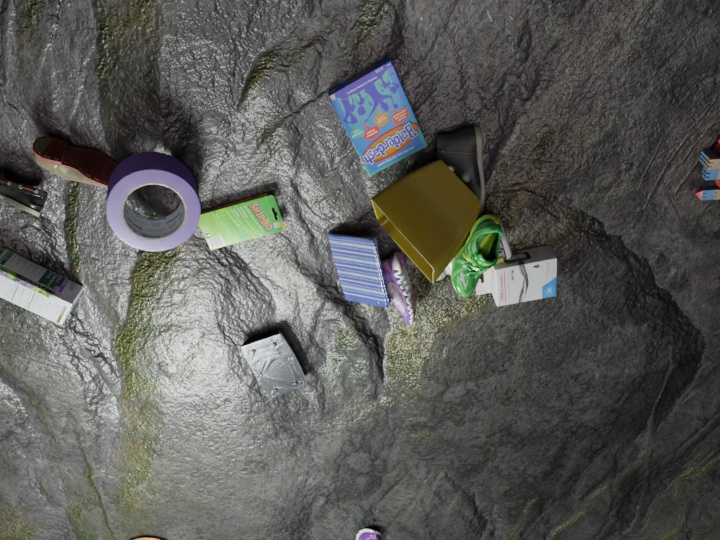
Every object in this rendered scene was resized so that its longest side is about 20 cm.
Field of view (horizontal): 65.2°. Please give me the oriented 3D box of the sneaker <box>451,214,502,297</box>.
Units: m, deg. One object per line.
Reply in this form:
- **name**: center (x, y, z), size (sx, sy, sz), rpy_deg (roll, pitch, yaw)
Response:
- **sneaker**: center (0.260, -0.025, 1.265), size (0.072, 0.084, 0.205), rpy_deg (12, 116, -13)

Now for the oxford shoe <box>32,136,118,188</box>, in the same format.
- **oxford shoe**: center (-0.616, -0.227, 1.245), size (0.196, 0.072, 0.074), rpy_deg (25, 149, -23)

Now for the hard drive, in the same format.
- **hard drive**: center (-0.235, 0.257, 1.563), size (0.131, 0.043, 0.204), rpy_deg (-18, 121, 8)

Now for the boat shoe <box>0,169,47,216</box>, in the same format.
- **boat shoe**: center (-0.796, -0.190, 1.250), size (0.197, 0.074, 0.065), rpy_deg (25, 83, -6)

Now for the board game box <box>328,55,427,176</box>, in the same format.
- **board game box**: center (0.040, -0.329, 1.219), size (0.149, 0.045, 0.202), rpy_deg (-25, 120, 12)

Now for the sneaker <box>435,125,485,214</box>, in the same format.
- **sneaker**: center (0.227, -0.222, 1.286), size (0.103, 0.075, 0.206), rpy_deg (-7, 113, 7)

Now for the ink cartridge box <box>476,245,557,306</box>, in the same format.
- **ink cartridge box**: center (0.395, 0.018, 1.438), size (0.194, 0.069, 0.119), rpy_deg (-11, 122, 4)

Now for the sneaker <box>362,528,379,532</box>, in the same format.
- **sneaker**: center (0.010, 0.997, 2.006), size (0.079, 0.084, 0.202), rpy_deg (25, 116, -18)

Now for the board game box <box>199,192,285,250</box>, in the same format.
- **board game box**: center (-0.283, -0.118, 1.341), size (0.194, 0.030, 0.098), rpy_deg (-13, 122, 8)

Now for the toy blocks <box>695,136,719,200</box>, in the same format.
- **toy blocks**: center (0.853, -0.246, 1.299), size (0.132, 0.101, 0.205), rpy_deg (-1, 123, 11)

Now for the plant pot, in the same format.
- **plant pot**: center (0.157, -0.119, 1.245), size (0.176, 0.200, 0.201), rpy_deg (-42, 78, -1)

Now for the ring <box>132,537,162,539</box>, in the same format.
- **ring**: center (-0.750, 1.010, 2.009), size (0.194, 0.019, 0.206), rpy_deg (-2, 121, -3)

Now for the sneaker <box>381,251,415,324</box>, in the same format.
- **sneaker**: center (0.087, 0.051, 1.441), size (0.086, 0.081, 0.204), rpy_deg (-13, 117, 13)

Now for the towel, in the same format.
- **towel**: center (0.000, 0.000, 1.397), size (0.141, 0.024, 0.204), rpy_deg (8, 127, 33)

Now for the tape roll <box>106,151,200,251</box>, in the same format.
- **tape roll**: center (-0.457, -0.150, 1.247), size (0.194, 0.086, 0.204), rpy_deg (-12, 130, -14)

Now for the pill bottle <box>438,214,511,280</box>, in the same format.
- **pill bottle**: center (0.256, -0.048, 1.365), size (0.195, 0.112, 0.113), rpy_deg (-22, 121, 11)

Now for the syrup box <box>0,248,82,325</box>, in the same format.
- **syrup box**: center (-0.798, 0.042, 1.378), size (0.197, 0.080, 0.082), rpy_deg (30, 116, -20)
